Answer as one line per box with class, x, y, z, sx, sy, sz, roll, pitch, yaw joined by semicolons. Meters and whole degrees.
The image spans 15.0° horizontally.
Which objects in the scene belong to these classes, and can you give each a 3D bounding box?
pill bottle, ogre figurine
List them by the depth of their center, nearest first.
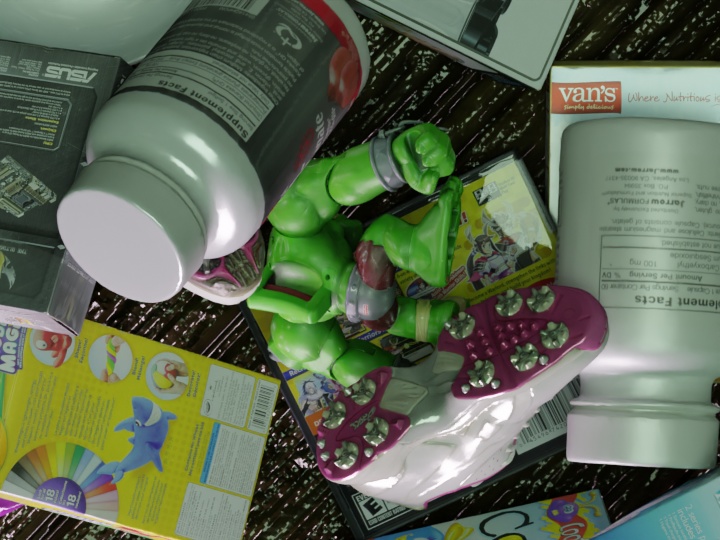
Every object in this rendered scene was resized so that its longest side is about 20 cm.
pill bottle;-0.085;-0.077;1.542;0.111;0.111;0.200;42;53;-8
pill bottle;0.171;0.015;1.618;0.114;0.114;0.201;3;87;-4
ogre figurine;0.000;0.000;1.630;0.119;0.200;0.098;7;54;12

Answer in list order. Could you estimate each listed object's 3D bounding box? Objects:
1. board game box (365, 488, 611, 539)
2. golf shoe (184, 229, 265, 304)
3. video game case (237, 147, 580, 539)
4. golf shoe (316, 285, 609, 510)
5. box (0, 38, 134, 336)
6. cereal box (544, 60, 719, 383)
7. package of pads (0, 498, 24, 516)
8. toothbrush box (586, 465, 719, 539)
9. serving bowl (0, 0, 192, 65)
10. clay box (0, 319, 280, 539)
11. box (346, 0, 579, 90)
board game box;0.067;0.225;1.693;0.199;0.103;0.105;-13;122;-1
golf shoe;-0.130;-0.037;1.636;0.200;0.092;0.073;38;61;27
video game case;0.048;0.048;1.698;0.199;0.026;0.181;-26;94;11
golf shoe;0.071;0.076;1.603;0.200;0.075;0.091;-29;133;26
box;-0.238;-0.057;1.594;0.199;0.048;0.159;9;76;20
cereal box;0.186;-0.031;1.707;0.143;0.040;0.201;1;98;0
package of pads;-0.282;0.068;1.680;0.120;0.076;0.201;-23;99;3
toothbrush box;0.251;0.143;1.609;0.200;0.146;0.086;-28;84;22
serving bowl;-0.170;-0.220;1.647;0.199;0.066;0.201;0;98;-3
clay box;-0.155;0.094;1.657;0.199;0.048;0.115;19;79;-26
box;0.038;-0.200;1.633;0.200;0.060;0.117;25;88;-22
